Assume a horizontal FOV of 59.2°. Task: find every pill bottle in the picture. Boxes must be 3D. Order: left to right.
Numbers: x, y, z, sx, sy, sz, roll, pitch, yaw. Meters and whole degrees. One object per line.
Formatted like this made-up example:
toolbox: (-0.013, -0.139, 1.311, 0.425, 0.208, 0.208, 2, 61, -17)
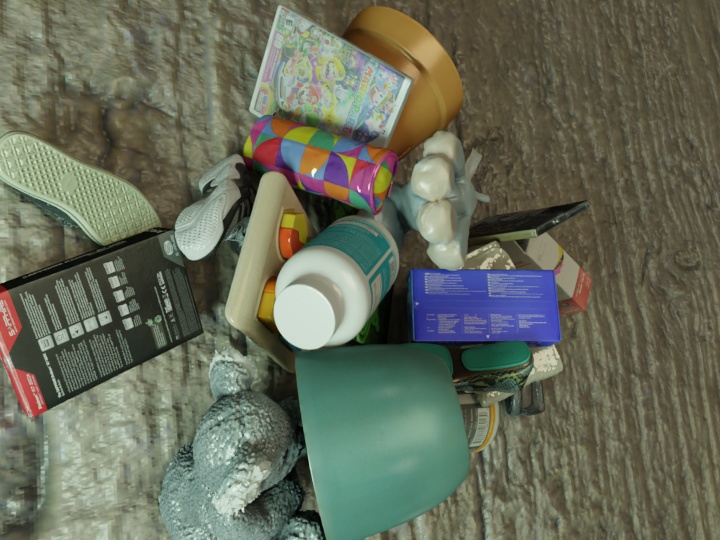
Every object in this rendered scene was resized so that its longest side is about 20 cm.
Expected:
pill bottle: (-0.028, 0.014, 0.724, 0.113, 0.109, 0.200, 60, 25, -8)
pill bottle: (0.086, 0.196, 0.864, 0.196, 0.115, 0.120, 4, 76, -34)

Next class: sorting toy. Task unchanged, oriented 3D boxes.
sorting toy: (-0.085, 0.010, 0.771, 0.201, 0.035, 0.190, 56, 42, -61)

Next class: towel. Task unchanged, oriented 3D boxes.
towel: (0.178, 0.070, 0.873, 0.130, 0.035, 0.204, -22, 77, -10)

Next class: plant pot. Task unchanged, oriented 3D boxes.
plant pot: (0.027, -0.237, 0.891, 0.200, 0.199, 0.141, 44, 75, -19)
plant pot: (0.026, 0.172, 0.680, 0.156, 0.201, 0.206, -12, 85, -4)

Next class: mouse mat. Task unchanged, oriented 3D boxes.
mouse mat: (0.000, 0.000, 0.890, 0.160, 0.007, 0.205, 29, 63, -45)

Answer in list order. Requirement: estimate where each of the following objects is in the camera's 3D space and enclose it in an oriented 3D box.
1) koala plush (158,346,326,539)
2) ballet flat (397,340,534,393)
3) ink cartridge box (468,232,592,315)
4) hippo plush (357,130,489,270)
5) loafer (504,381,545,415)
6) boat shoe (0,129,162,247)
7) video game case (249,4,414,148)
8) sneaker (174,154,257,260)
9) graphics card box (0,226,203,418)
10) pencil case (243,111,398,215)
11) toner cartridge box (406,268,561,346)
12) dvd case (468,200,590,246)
koala plush: (-0.120, 0.194, 0.641, 0.178, 0.203, 0.181, -4, 51, -12)
ballet flat: (0.118, 0.131, 0.795, 0.194, 0.074, 0.076, -1, 76, 6)
ink cartridge box: (0.274, -0.007, 1.047, 0.199, 0.115, 0.069, 40, 59, -23)
hippo plush: (0.067, -0.101, 0.851, 0.202, 0.157, 0.162, -62, 141, -45)
loafer: (0.268, 0.132, 1.031, 0.061, 0.072, 0.206, 3, 83, -2)
boat shoe: (-0.300, -0.080, 0.683, 0.199, 0.062, 0.076, 36, 77, -40)
video game case: (-0.043, -0.222, 0.806, 0.197, 0.145, 0.018, 32, 31, 11)
sneaker: (-0.144, -0.050, 0.741, 0.115, 0.074, 0.202, 55, 18, -28)
graphics card box: (-0.271, 0.046, 0.661, 0.198, 0.050, 0.129, -27, 112, -36)
pencil case: (-0.051, -0.134, 0.790, 0.089, 0.196, 0.090, -49, 151, -40)
toner cartridge box: (0.160, 0.050, 0.837, 0.194, 0.043, 0.098, 1, 72, -5)
dvd case: (0.230, -0.069, 0.979, 0.147, 0.198, 0.016, -25, 101, -36)
